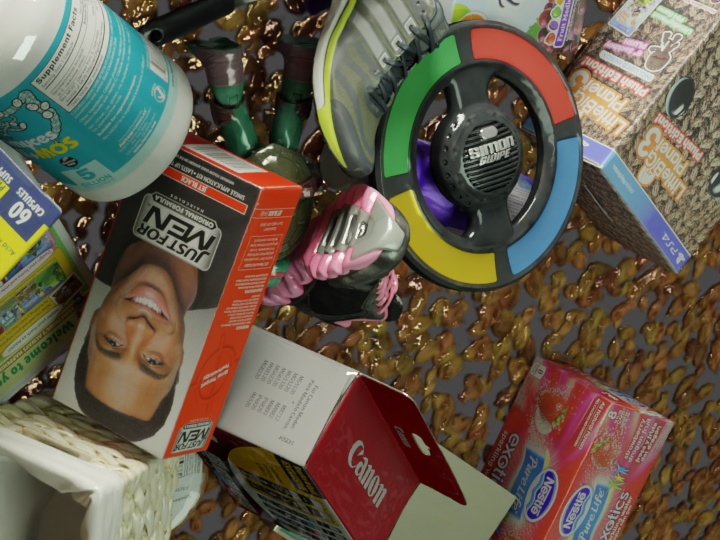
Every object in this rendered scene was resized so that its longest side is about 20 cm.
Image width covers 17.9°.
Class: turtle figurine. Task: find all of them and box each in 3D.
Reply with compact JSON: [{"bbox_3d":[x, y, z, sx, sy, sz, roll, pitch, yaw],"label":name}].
[{"bbox_3d":[-0.074,-0.064,1.618,0.149,0.101,0.201,-11,111,-42],"label":"turtle figurine"}]

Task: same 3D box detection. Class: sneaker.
[{"bbox_3d":[0.018,-0.160,1.592,0.074,0.081,0.201,46,51,-67],"label":"sneaker"},{"bbox_3d":[0.000,0.000,1.637,0.095,0.200,0.079,33,71,-15],"label":"sneaker"}]

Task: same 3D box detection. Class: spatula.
[{"bbox_3d":[-0.075,-0.191,1.598,0.200,0.021,0.057,-24,127,-29],"label":"spatula"}]

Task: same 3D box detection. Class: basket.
[{"bbox_3d":[-0.213,0.197,1.586,0.123,0.135,0.201,-28,134,-59],"label":"basket"}]

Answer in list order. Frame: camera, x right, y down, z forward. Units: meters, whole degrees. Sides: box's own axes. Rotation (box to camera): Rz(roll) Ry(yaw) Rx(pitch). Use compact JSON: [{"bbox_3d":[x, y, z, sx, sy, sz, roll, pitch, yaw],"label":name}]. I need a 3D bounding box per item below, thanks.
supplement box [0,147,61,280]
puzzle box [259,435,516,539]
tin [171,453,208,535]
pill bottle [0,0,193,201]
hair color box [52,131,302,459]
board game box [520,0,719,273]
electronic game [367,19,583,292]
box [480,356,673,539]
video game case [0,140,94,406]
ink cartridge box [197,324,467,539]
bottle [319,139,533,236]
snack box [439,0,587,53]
[{"bbox_3d":[-0.302,-0.007,1.412,0.200,0.109,0.109,-48,114,-13],"label":"supplement box"},{"bbox_3d":[0.025,0.194,1.865,0.200,0.025,0.133,37,87,-36],"label":"puzzle box"},{"bbox_3d":[-0.162,0.115,1.676,0.112,0.042,0.201,-12,119,-32],"label":"tin"},{"bbox_3d":[-0.205,-0.134,1.452,0.111,0.111,0.200,-55,135,-3],"label":"pill bottle"},{"bbox_3d":[-0.125,0.016,1.548,0.061,0.101,0.201,-7,120,-63],"label":"hair color box"},{"bbox_3d":[0.255,-0.131,1.863,0.200,0.097,0.159,-51,135,-8],"label":"board game box"},{"bbox_3d":[0.087,-0.084,1.677,0.199,0.042,0.201,-4,96,-36],"label":"electronic game"},{"bbox_3d":[0.168,0.188,1.956,0.095,0.100,0.200,19,100,-45],"label":"box"},{"bbox_3d":[-0.281,0.026,1.535,0.200,0.022,0.182,-42,133,-17],"label":"video game case"},{"bbox_3d":[-0.031,0.132,1.658,0.084,0.175,0.200,-59,153,-18],"label":"ink cartridge box"},{"bbox_3d":[0.054,-0.063,1.734,0.200,0.083,0.065,16,95,-44],"label":"bottle"},{"bbox_3d":[0.117,-0.262,1.704,0.142,0.053,0.201,-7,117,-37],"label":"snack box"}]
